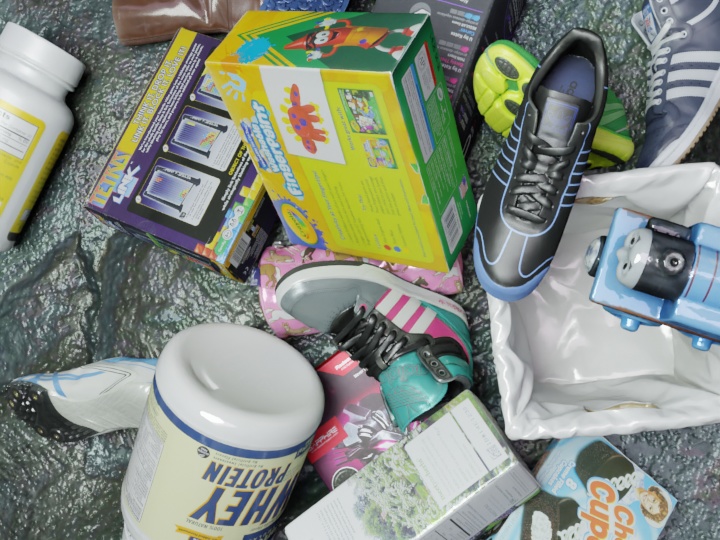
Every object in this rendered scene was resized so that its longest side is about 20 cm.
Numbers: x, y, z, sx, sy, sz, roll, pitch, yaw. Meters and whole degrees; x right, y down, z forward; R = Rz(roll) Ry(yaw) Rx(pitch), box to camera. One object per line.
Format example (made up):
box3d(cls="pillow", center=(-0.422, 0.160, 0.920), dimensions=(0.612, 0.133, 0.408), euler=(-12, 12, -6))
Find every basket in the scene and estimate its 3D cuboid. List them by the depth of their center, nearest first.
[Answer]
box3d(cls="basket", center=(0.203, 0.028, 0.706), dimensions=(0.194, 0.161, 0.204), euler=(-7, 86, 6))

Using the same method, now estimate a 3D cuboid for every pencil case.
box3d(cls="pencil case", center=(0.000, 0.000, 0.772), dimensions=(0.197, 0.083, 0.088), euler=(-14, 124, 5))

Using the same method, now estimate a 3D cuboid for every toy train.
box3d(cls="toy train", center=(0.255, 0.016, 0.565), dimensions=(0.197, 0.114, 0.088), euler=(19, 86, 6))

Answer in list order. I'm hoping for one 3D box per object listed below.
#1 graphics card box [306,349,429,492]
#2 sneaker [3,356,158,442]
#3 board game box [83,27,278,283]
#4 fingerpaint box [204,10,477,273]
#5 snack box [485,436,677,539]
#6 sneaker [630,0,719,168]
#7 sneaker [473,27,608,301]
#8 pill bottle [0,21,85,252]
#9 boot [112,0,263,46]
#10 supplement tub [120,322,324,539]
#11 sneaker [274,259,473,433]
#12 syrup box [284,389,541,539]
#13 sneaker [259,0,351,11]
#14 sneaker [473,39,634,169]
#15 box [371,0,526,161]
box3d(cls="graphics card box", center=(0.022, 0.168, 0.772), dimensions=(0.125, 0.051, 0.201), euler=(-35, 84, 2))
box3d(cls="sneaker", center=(-0.256, 0.120, 0.807), dimensions=(0.197, 0.073, 0.073), euler=(-5, 114, 18))
box3d(cls="board game box", center=(-0.140, -0.111, 0.774), dimensions=(0.163, 0.057, 0.202), euler=(21, 77, 22))
box3d(cls="fingerpaint box", center=(-0.008, -0.103, 0.664), dimensions=(0.165, 0.201, 0.074), euler=(11, 53, 30))
box3d(cls="snack box", center=(0.177, 0.237, 0.707), dimensions=(0.116, 0.037, 0.200), euler=(39, 60, 8))
box3d(cls="sneaker", center=(0.280, -0.182, 0.756), dimensions=(0.108, 0.070, 0.201), euler=(34, 83, 3))
box3d(cls="sneaker", center=(0.131, -0.080, 0.606), dimensions=(0.069, 0.078, 0.203), euler=(16, 80, 10))
box3d(cls="pill bottle", center=(-0.349, -0.130, 0.804), dimensions=(0.110, 0.111, 0.202), euler=(27, 89, 8))
box3d(cls="boot", center=(-0.160, -0.320, 0.825), dimensions=(0.196, 0.064, 0.190), euler=(1, 85, 11))
box3d(cls="supplement tub", center=(-0.125, 0.164, 0.714), dimensions=(0.143, 0.145, 0.202), euler=(25, 116, 8))
box3d(cls="sneaker", center=(0.021, 0.072, 0.696), dimensions=(0.084, 0.198, 0.122), euler=(-49, 38, 36))
box3d(cls="syrup box", center=(0.043, 0.200, 0.690), dimensions=(0.199, 0.082, 0.079), euler=(-38, 51, 3))
box3d(cls="sneaker", center=(-0.035, -0.257, 0.764), dimensions=(0.069, 0.078, 0.202), euler=(27, 71, 2))
box3d(cls="sneaker", center=(0.170, -0.154, 0.734), dimensions=(0.073, 0.198, 0.085), euler=(-16, 62, 44))
box3d(cls="box", center=(0.070, -0.201, 0.751), dimensions=(0.105, 0.122, 0.203), euler=(20, 87, 17))
